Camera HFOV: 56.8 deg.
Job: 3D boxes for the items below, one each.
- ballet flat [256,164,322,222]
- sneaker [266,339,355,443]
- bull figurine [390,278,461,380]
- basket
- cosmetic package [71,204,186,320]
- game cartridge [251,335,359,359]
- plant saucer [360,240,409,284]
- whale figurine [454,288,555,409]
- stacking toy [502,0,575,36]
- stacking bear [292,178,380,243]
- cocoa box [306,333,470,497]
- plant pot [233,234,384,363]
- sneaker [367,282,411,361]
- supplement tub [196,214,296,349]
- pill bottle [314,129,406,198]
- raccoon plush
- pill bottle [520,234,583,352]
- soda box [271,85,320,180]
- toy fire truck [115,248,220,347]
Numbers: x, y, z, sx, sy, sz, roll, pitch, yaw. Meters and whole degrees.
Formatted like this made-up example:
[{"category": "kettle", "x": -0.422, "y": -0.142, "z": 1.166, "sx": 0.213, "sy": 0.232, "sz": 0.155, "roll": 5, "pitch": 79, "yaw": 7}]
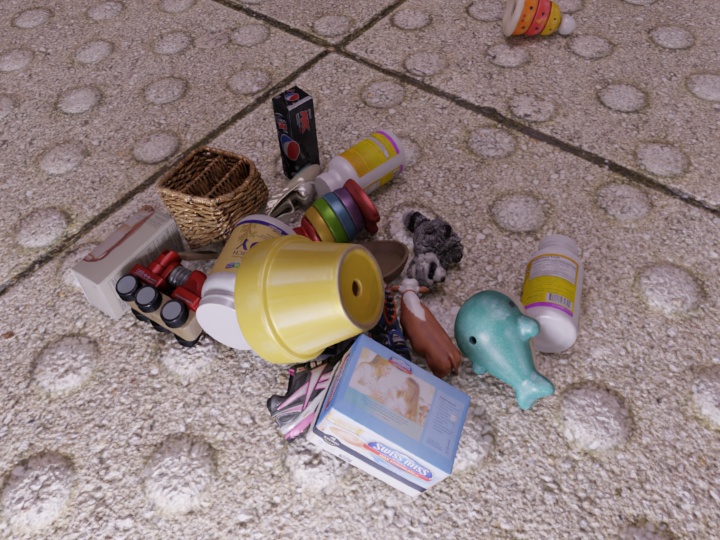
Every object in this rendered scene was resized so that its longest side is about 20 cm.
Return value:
[{"category": "ballet flat", "x": -0.144, "y": -0.147, "z": 1.409, "sx": 0.199, "sy": 0.070, "sz": 0.069, "roll": -40, "pitch": 56, "yaw": -16}, {"category": "sneaker", "x": -0.074, "y": 0.178, "z": 1.094, "sx": 0.086, "sy": 0.080, "sz": 0.200, "roll": 44, "pitch": 60, "yaw": 3}, {"category": "bull figurine", "x": 0.108, "y": 0.109, "z": 1.132, "sx": 0.063, "sy": 0.123, "sz": 0.202, "roll": -18, "pitch": 50, "yaw": -13}, {"category": "basket", "x": -0.283, "y": -0.165, "z": 1.324, "sx": 0.139, "sy": 0.152, "sz": 0.201, "roll": -14, "pitch": 26, "yaw": 29}, {"category": "cosmetic package", "x": -0.444, "y": -0.019, "z": 1.294, "sx": 0.085, "sy": 0.105, "sz": 0.201, "roll": 22, "pitch": 52, "yaw": 24}, {"category": "game cartridge", "x": -0.095, "y": 0.100, "z": 1.214, "sx": 0.193, "sy": 0.039, "sz": 0.132, "roll": 1, "pitch": 45, "yaw": 4}, {"category": "plant saucer", "x": 0.000, "y": 0.000, "z": 1.245, "sx": 0.194, "sy": 0.030, "sz": 0.201, "roll": -16, "pitch": 22, "yaw": 7}, {"category": "whale figurine", "x": 0.229, "y": 0.132, "z": 1.086, "sx": 0.102, "sy": 0.159, "sz": 0.203, "roll": -15, "pitch": 69, "yaw": -45}, {"category": "stacking toy", "x": 0.495, "y": -0.692, "z": 1.810, "sx": 0.194, "sy": 0.148, "sz": 0.149, "roll": 13, "pitch": 49, "yaw": -5}, {"category": "stacking bear", "x": -0.071, "y": -0.080, "z": 1.318, "sx": 0.197, "sy": 0.122, "sz": 0.115, "roll": -35, "pitch": 80, "yaw": -9}, {"category": "cocoa box", "x": 0.042, "y": 0.218, "z": 0.990, "sx": 0.196, "sy": 0.132, "sz": 0.135, "roll": 29, "pitch": 53, "yaw": -5}, {"category": "plant pot", "x": -0.070, "y": 0.038, "z": 1.057, "sx": 0.185, "sy": 0.202, "sz": 0.204, "roll": -10, "pitch": 40, "yaw": 36}, {"category": "sneaker", "x": 0.046, "y": 0.120, "z": 1.132, "sx": 0.073, "sy": 0.078, "sz": 0.207, "roll": -8, "pitch": 82, "yaw": 4}, {"category": "supplement tub", "x": -0.194, "y": 0.020, "z": 1.178, "sx": 0.141, "sy": 0.148, "sz": 0.204, "roll": 11, "pitch": 52, "yaw": 13}, {"category": "pill bottle", "x": -0.002, "y": -0.214, "z": 1.429, "sx": 0.198, "sy": 0.106, "sz": 0.104, "roll": -34, "pitch": 55, "yaw": -24}, {"category": "raccoon plush", "x": 0.112, "y": -0.029, "z": 1.302, "sx": 0.133, "sy": 0.098, "sz": 0.199, "roll": -41, "pitch": 27, "yaw": -12}, {"category": "pill bottle", "x": 0.340, "y": 0.034, "z": 1.183, "sx": 0.101, "sy": 0.106, "sz": 0.203, "roll": 11, "pitch": 50, "yaw": 13}, {"category": "soda box", "x": -0.136, "y": -0.285, "z": 1.435, "sx": 0.070, "sy": 0.203, "sz": 0.063, "roll": -35, "pitch": 54, "yaw": -25}, {"category": "toy fire truck", "x": -0.326, "y": 0.022, "z": 1.254, "sx": 0.172, "sy": 0.130, "sz": 0.202, "roll": 23, "pitch": 64, "yaw": 22}]
